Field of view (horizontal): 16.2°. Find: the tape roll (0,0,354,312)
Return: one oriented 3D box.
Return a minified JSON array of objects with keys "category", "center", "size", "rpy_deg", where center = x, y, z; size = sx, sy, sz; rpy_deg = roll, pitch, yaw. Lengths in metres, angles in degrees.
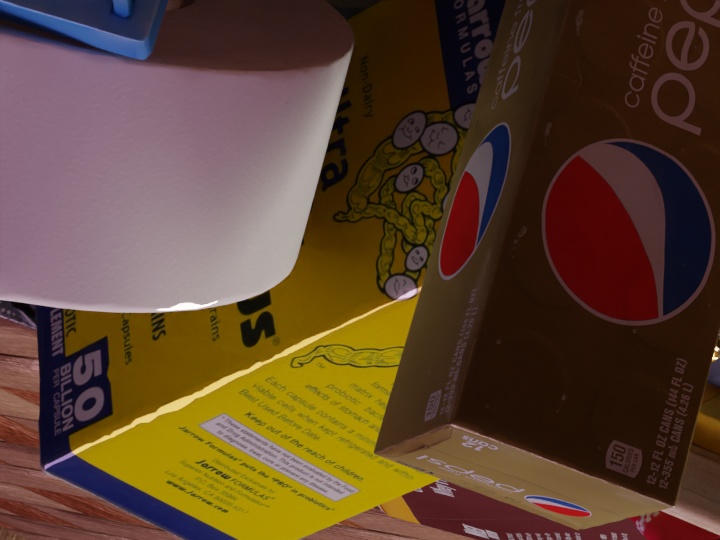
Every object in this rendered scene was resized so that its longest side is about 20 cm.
[{"category":"tape roll","center":[-0.105,-0.059,0.714],"size":[0.201,0.071,0.203],"rpy_deg":[15,-162,-5]}]

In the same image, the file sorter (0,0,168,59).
[{"category":"file sorter","center":[-0.124,-0.159,0.585],"size":[0.199,0.140,0.123],"rpy_deg":[17,164,1]}]

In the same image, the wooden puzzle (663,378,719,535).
[{"category":"wooden puzzle","center":[0.160,0.029,0.949],"size":[0.199,0.186,0.037],"rpy_deg":[20,137,-21]}]

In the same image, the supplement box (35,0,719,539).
[{"category":"supplement box","center":[0.000,0.000,0.830],"size":[0.199,0.109,0.109],"rpy_deg":[-26,144,26]}]

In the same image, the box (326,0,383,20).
[{"category":"box","center":[-0.019,-0.111,0.842],"size":[0.121,0.048,0.200],"rpy_deg":[8,164,36]}]

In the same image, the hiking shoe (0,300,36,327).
[{"category":"hiking shoe","center":[-0.046,-0.025,0.971],"size":[0.199,0.075,0.087],"rpy_deg":[-13,-156,-2]}]

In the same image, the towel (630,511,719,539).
[{"category":"towel","center":[0.107,0.043,1.021],"size":[0.144,0.023,0.200],"rpy_deg":[-8,-135,-47]}]

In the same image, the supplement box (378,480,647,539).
[{"category":"supplement box","center":[0.109,0.060,1.198],"size":[0.199,0.134,0.197],"rpy_deg":[14,167,12]}]

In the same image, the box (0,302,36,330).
[{"category":"box","center":[-0.128,-0.021,1.168],"size":[0.199,0.048,0.193],"rpy_deg":[21,-165,-20]}]

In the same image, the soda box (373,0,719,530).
[{"category":"soda box","center":[0.069,-0.036,0.696],"size":[0.067,0.201,0.064],"rpy_deg":[20,163,-13]}]

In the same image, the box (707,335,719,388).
[{"category":"box","center":[0.209,-0.001,0.858],"size":[0.199,0.108,0.148],"rpy_deg":[23,162,-24]}]
